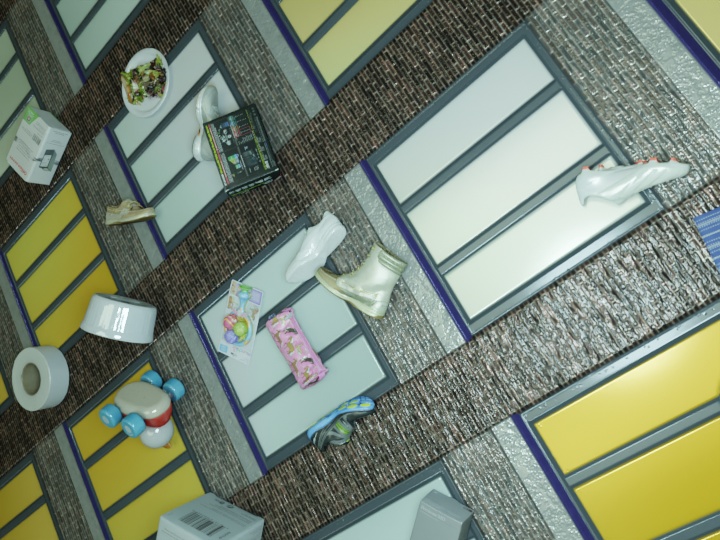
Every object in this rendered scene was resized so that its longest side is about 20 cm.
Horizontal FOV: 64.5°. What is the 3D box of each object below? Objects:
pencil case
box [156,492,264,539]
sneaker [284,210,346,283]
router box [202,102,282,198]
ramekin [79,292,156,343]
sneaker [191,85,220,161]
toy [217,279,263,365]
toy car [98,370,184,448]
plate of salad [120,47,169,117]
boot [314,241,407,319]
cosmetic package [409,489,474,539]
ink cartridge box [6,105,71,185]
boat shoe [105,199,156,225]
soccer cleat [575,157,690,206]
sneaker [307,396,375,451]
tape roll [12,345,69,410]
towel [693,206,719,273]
[{"bbox_3d":[-0.156,0.192,1.404,0.082,0.087,0.202,-29,74,-9],"label":"pencil case"},{"bbox_3d":[-0.385,0.706,1.447,0.196,0.199,0.175,13,93,26],"label":"box"},{"bbox_3d":[-0.121,-0.057,1.405,0.200,0.075,0.089,-46,58,13],"label":"sneaker"},{"bbox_3d":[-0.303,-0.307,1.468,0.147,0.062,0.203,-21,78,-2],"label":"router box"},{"bbox_3d":[-0.674,0.131,1.611,0.197,0.200,0.100,14,88,26],"label":"ramekin"},{"bbox_3d":[-0.394,-0.394,1.548,0.090,0.076,0.205,11,101,19],"label":"sneaker"},{"bbox_3d":[-0.329,0.138,1.512,0.113,0.047,0.204,18,97,28],"label":"toy"},{"bbox_3d":[-0.592,0.424,1.602,0.174,0.184,0.204,11,122,27],"label":"toy car"},{"bbox_3d":[-0.643,-0.557,1.685,0.196,0.048,0.205,-1,88,27],"label":"plate of salad"},{"bbox_3d":[0.000,0.000,1.332,0.198,0.072,0.157,30,103,19],"label":"boot"},{"bbox_3d":[0.163,0.596,1.230,0.105,0.090,0.204,15,99,29],"label":"cosmetic package"},{"bbox_3d":[-1.057,-0.407,1.874,0.145,0.084,0.202,39,105,23],"label":"ink cartridge box"},{"bbox_3d":[-0.684,-0.175,1.685,0.196,0.073,0.071,-4,93,28],"label":"boat shoe"},{"bbox_3d":[0.511,-0.166,1.079,0.197,0.069,0.079,-2,93,34],"label":"soccer cleat"},{"bbox_3d":[-0.037,0.365,1.354,0.198,0.071,0.083,-37,87,23],"label":"sneaker"},{"bbox_3d":[-1.045,0.349,1.864,0.199,0.070,0.207,0,90,27],"label":"tape roll"},{"bbox_3d":[0.693,-0.032,0.988,0.143,0.024,0.204,-25,65,26],"label":"towel"}]
